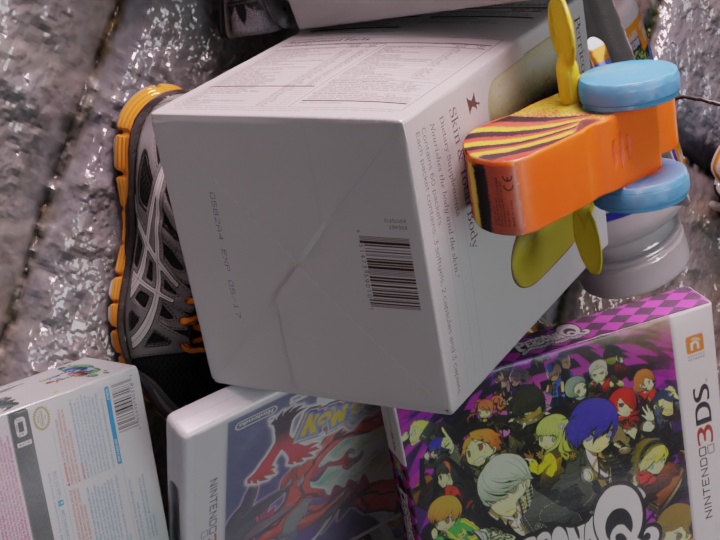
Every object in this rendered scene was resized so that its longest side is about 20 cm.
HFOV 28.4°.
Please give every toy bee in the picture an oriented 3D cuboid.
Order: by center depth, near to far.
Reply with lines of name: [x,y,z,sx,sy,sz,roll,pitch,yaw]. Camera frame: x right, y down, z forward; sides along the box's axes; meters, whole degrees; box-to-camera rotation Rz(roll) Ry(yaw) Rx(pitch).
toy bee: [0.120,-0.064,0.698,0.199,0.109,0.132,2,100,-33]

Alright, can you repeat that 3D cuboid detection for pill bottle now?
pill bottle: [0.165,-0.085,0.991,0.112,0.112,0.201,-40,119,-31]

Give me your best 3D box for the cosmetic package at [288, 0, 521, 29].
cosmetic package: [0.052,-0.191,0.737,0.107,0.199,0.091,-47,127,-40]

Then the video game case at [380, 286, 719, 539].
video game case: [0.120,0.121,0.835,0.199,0.036,0.183,-15,111,-12]

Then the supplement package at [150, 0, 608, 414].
supplement package: [0.020,-0.045,0.757,0.200,0.150,0.153,-40,126,-49]

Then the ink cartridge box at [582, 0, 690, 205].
ink cartridge box: [0.111,-0.117,0.872,0.047,0.199,0.161,-37,112,-29]

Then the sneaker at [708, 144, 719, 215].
sneaker: [0.339,-0.065,1.180,0.079,0.079,0.200,-66,155,-6]

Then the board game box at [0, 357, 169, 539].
board game box: [-0.199,0.144,0.729,0.199,0.064,0.149,-19,106,-40]

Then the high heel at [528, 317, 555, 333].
high heel: [0.101,0.114,0.950,0.200,0.071,0.143,51,60,-44]

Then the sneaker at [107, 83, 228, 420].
sneaker: [-0.093,-0.002,0.797,0.078,0.077,0.202,-16,106,-40]

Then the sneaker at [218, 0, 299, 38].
sneaker: [-0.076,-0.189,0.790,0.199,0.075,0.115,-1,93,-44]

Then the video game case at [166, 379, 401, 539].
video game case: [-0.023,0.111,0.834,0.199,0.023,0.183,-24,141,-29]

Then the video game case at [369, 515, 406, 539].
video game case: [0.086,0.155,1.009,0.182,0.022,0.201,-45,122,-28]
